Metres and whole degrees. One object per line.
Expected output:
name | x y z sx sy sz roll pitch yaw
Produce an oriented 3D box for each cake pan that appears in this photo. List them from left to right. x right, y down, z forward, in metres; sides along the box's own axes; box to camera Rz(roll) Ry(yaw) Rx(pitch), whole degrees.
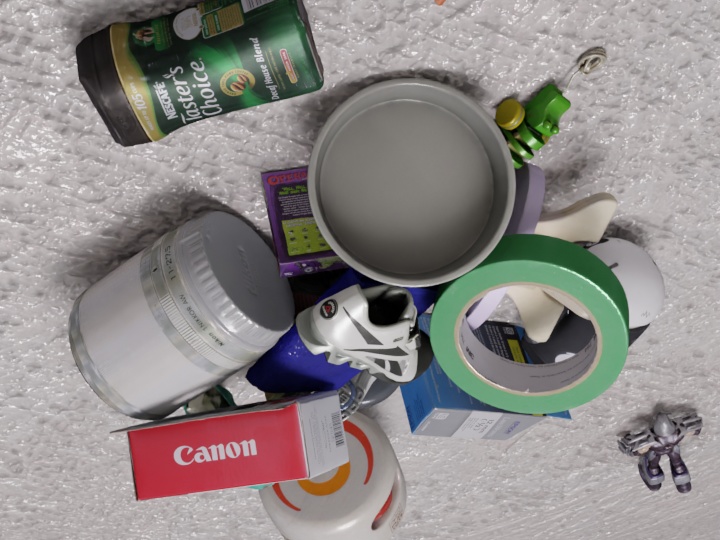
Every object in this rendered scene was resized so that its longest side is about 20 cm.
cake pan | 0.047 -0.082 1.159 0.200 0.200 0.037 -9 176 -8

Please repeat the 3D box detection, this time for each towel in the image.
towel | -0.018 0.058 1.284 0.148 0.050 0.200 5 139 -46

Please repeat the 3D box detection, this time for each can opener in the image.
can opener | -0.031 0.158 1.475 0.200 0.067 0.053 -31 167 -29

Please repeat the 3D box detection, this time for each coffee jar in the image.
coffee jar | -0.138 -0.178 1.041 0.200 0.085 0.104 -17 143 4

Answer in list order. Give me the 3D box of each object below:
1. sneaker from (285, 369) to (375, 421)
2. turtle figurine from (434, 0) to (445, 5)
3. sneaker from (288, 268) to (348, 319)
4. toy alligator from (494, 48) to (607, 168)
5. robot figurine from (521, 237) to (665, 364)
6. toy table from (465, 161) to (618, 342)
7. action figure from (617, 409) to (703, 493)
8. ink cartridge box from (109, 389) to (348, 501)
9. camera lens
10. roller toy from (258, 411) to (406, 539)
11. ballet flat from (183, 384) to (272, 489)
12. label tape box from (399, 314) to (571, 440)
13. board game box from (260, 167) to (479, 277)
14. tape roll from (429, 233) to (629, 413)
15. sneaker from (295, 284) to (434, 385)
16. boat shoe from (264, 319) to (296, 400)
sneaker | -0.010 0.122 1.426 0.200 0.075 0.087 -41 174 -8
turtle figurine | 0.146 -0.301 0.998 0.161 0.064 0.200 2 132 -33
sneaker | 0.000 0.000 1.330 0.200 0.071 0.098 -9 143 -11
toy alligator | 0.173 -0.144 1.217 0.200 0.054 0.059 -37 138 27
robot figurine | 0.274 0.048 1.445 0.125 0.150 0.200 31 132 -3
toy table | 0.185 -0.012 1.306 0.117 0.184 0.200 17 128 -16
action figure | 0.458 0.268 1.837 0.130 0.069 0.200 -11 140 6
ink cartridge box | -0.137 0.187 1.280 0.200 0.084 0.176 -11 176 17
camera lens | -0.189 0.050 1.255 0.200 0.160 0.160 -32 140 22
roller toy | -0.034 0.288 1.591 0.182 0.200 0.140 -21 144 -1
ballet flat | -0.163 0.190 1.426 0.070 0.200 0.067 34 94 -37
label tape box | 0.145 0.134 1.490 0.200 0.143 0.066 9 137 -28
board game box | 0.008 -0.060 1.214 0.200 0.120 0.032 -8 148 -7
tape roll | 0.172 0.057 1.231 0.200 0.048 0.200 7 128 9
sneaker | 0.032 0.058 1.191 0.089 0.074 0.200 -37 152 23
boat shoe | -0.072 0.091 1.440 0.073 0.063 0.201 -33 165 -41
